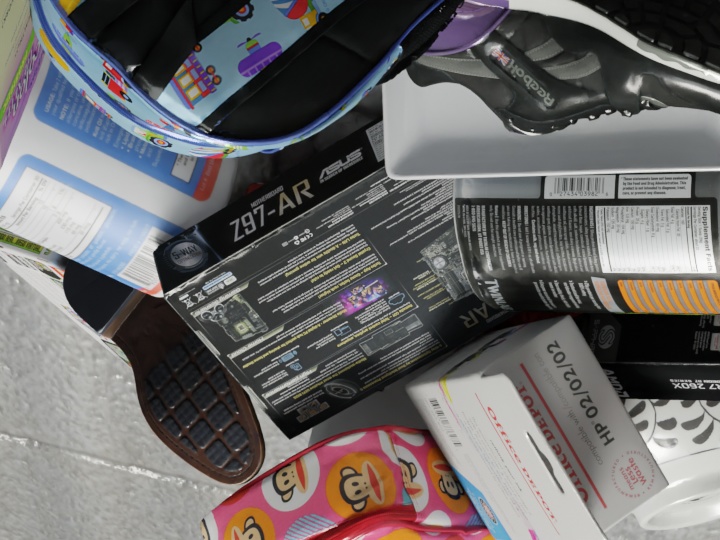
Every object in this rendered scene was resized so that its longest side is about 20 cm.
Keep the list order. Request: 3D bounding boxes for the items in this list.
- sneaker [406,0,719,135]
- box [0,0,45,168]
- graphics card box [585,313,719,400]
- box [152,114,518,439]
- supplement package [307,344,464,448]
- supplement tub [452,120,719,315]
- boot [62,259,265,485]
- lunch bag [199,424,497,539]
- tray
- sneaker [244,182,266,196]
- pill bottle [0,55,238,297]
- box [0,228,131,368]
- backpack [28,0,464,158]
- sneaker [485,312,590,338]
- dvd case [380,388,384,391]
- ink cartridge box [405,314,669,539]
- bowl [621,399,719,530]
[{"bbox_3d":[0.112,-0.104,0.978,0.199,0.076,0.088,23,125,18],"label":"sneaker"},{"bbox_3d":[-0.192,-0.180,0.929,0.096,0.177,0.200,15,153,0],"label":"box"},{"bbox_3d":[0.234,0.011,1.115,0.199,0.126,0.051,-1,150,26],"label":"graphics card box"},{"bbox_3d":[0.000,0.000,1.178,0.199,0.044,0.160,-30,133,9],"label":"box"},{"bbox_3d":[0.067,0.129,1.426,0.113,0.110,0.200,-7,145,34],"label":"supplement package"},{"bbox_3d":[0.161,-0.037,1.067,0.199,0.123,0.123,1,149,25],"label":"supplement tub"},{"bbox_3d":[-0.107,0.062,1.273,0.075,0.200,0.097,-43,154,10],"label":"boot"},{"bbox_3d":[-0.006,0.170,1.262,0.176,0.082,0.200,-31,155,28],"label":"lunch bag"},{"bbox_3d":[0.104,-0.104,1.021,0.199,0.108,0.022,0,-176,26],"label":"tray"},{"bbox_3d":[0.016,-0.009,1.264,0.115,0.079,0.200,-16,147,26],"label":"sneaker"},{"bbox_3d":[-0.184,-0.072,1.187,0.199,0.113,0.112,27,150,-18],"label":"pill bottle"},{"bbox_3d":[-0.176,0.025,1.405,0.110,0.035,0.200,16,159,42],"label":"box"},{"bbox_3d":[-0.062,-0.133,0.885,0.183,0.200,0.134,43,148,-5],"label":"backpack"},{"bbox_3d":[0.148,0.050,1.278,0.095,0.080,0.200,26,150,-24],"label":"sneaker"},{"bbox_3d":[-0.081,0.028,1.332,0.148,0.016,0.200,35,169,-24],"label":"dvd case"},{"bbox_3d":[0.105,0.094,1.133,0.116,0.068,0.200,59,165,-3],"label":"ink cartridge box"},{"bbox_3d":[0.209,0.108,1.250,0.199,0.095,0.201,-13,160,-5],"label":"bowl"}]
